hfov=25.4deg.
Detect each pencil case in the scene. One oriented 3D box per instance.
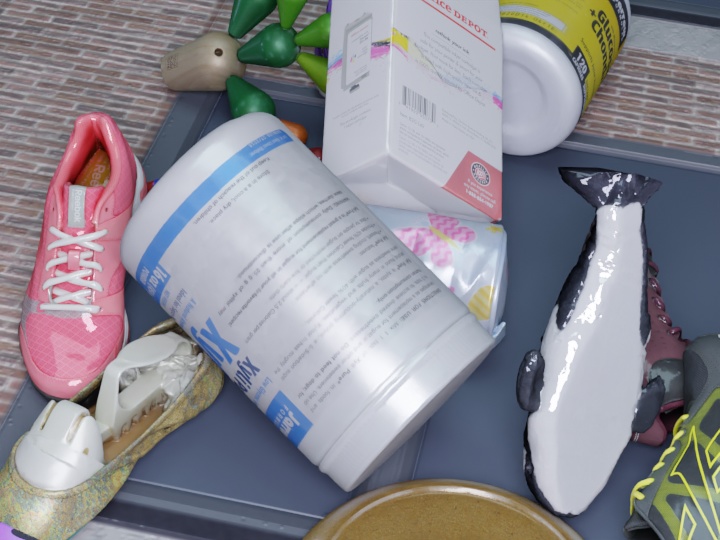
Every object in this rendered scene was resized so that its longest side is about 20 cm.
[{"bbox_3d":[0.000,0.000,1.055,0.199,0.083,0.091,7,53,3],"label":"pencil case"}]

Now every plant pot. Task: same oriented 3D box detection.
[{"bbox_3d":[0.051,0.185,0.885,0.199,0.028,0.201,3,41,-3],"label":"plant pot"}]

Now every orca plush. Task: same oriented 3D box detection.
[{"bbox_3d":[0.119,0.038,0.941,0.105,0.201,0.071,-10,13,-28],"label":"orca plush"}]

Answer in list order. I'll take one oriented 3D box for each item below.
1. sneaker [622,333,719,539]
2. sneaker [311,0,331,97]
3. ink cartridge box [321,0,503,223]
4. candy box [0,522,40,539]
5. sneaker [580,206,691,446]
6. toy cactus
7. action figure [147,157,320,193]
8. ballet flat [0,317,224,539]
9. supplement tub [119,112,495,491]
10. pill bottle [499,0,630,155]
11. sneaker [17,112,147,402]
[{"bbox_3d":[0.192,0.123,0.913,0.084,0.075,0.201,0,55,4],"label":"sneaker"},{"bbox_3d":[0.016,-0.145,1.226,0.080,0.084,0.200,-18,47,-24],"label":"sneaker"},{"bbox_3d":[0.039,-0.132,1.114,0.116,0.067,0.201,28,54,-38],"label":"ink cartridge box"},{"bbox_3d":[-0.273,0.186,0.820,0.199,0.072,0.168,20,43,17],"label":"candy box"},{"bbox_3d":[0.189,0.039,1.045,0.115,0.076,0.201,18,52,8],"label":"sneaker"},{"bbox_3d":[-0.085,-0.164,1.218,0.164,0.201,0.102,-8,-5,32],"label":"toy cactus"},{"bbox_3d":[-0.090,-0.068,1.120,0.199,0.099,0.065,8,41,1],"label":"action figure"},{"bbox_3d":[-0.154,0.091,0.948,0.070,0.071,0.200,27,46,25],"label":"ballet flat"},{"bbox_3d":[-0.033,0.016,0.947,0.200,0.132,0.132,45,51,9],"label":"supplement tub"},{"bbox_3d":[0.149,-0.186,1.263,0.112,0.112,0.200,18,43,16],"label":"pill bottle"},{"bbox_3d":[-0.184,-0.013,1.025,0.073,0.087,0.201,3,61,0],"label":"sneaker"}]
